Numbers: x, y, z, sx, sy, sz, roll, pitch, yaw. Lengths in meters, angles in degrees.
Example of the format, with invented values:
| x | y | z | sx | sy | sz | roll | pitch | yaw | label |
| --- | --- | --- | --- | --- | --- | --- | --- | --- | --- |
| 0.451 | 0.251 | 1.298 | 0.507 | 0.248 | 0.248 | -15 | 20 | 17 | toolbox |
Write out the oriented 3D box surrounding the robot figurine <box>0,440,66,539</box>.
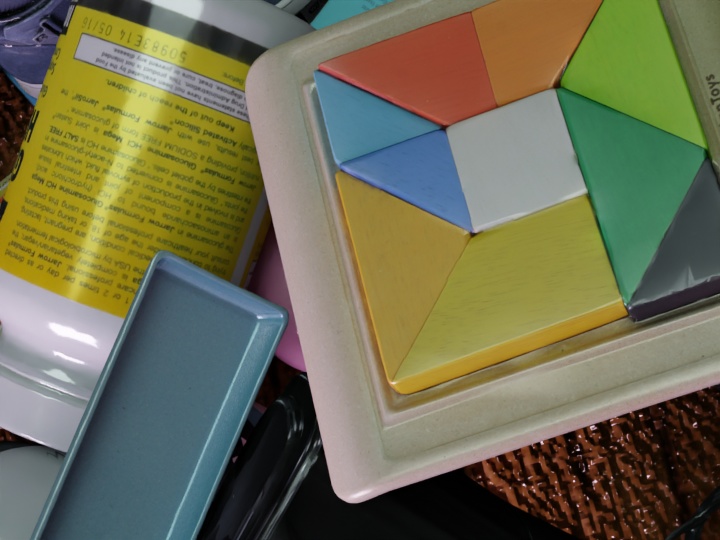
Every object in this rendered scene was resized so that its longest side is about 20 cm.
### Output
| x | y | z | sx | sy | sz | roll | pitch | yaw | label |
| --- | --- | --- | --- | --- | --- | --- | --- | --- | --- |
| -0.171 | 0.141 | 0.761 | 0.150 | 0.125 | 0.199 | -45 | 22 | -31 | robot figurine |

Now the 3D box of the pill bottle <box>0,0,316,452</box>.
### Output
| x | y | z | sx | sy | sz | roll | pitch | yaw | label |
| --- | --- | --- | --- | --- | --- | --- | --- | --- | --- |
| -0.096 | -0.025 | 0.729 | 0.112 | 0.112 | 0.202 | 20 | 91 | 19 | pill bottle |

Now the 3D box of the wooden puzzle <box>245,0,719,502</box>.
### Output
| x | y | z | sx | sy | sz | roll | pitch | yaw | label |
| --- | --- | --- | --- | --- | --- | --- | --- | --- | --- |
| 0.057 | -0.032 | 0.610 | 0.198 | 0.037 | 0.187 | -21 | 65 | 16 | wooden puzzle |

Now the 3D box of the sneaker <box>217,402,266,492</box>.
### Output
| x | y | z | sx | sy | sz | roll | pitch | yaw | label |
| --- | --- | --- | --- | --- | --- | --- | --- | --- | --- |
| -0.128 | 0.059 | 0.821 | 0.198 | 0.080 | 0.072 | 18 | 82 | 19 | sneaker |

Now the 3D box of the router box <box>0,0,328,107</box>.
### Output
| x | y | z | sx | sy | sz | roll | pitch | yaw | label |
| --- | --- | --- | --- | --- | --- | --- | --- | --- | --- |
| -0.093 | -0.150 | 0.887 | 0.200 | 0.051 | 0.149 | -45 | 69 | 1 | router box |

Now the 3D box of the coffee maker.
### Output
| x | y | z | sx | sy | sz | roll | pitch | yaw | label |
| --- | --- | --- | --- | --- | --- | --- | --- | --- | --- |
| 0.038 | 0.126 | 0.701 | 0.199 | 0.135 | 0.193 | 32 | 68 | -11 | coffee maker |

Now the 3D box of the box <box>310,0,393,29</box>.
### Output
| x | y | z | sx | sy | sz | roll | pitch | yaw | label |
| --- | --- | --- | --- | --- | --- | --- | --- | --- | --- |
| 0.044 | -0.144 | 0.833 | 0.049 | 0.082 | 0.201 | 35 | 86 | 24 | box |

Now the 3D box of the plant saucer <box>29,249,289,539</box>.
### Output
| x | y | z | sx | sy | sz | roll | pitch | yaw | label |
| --- | --- | --- | --- | --- | --- | --- | --- | --- | --- |
| -0.095 | 0.095 | 0.673 | 0.019 | 0.070 | 0.202 | 12 | 78 | 54 | plant saucer |

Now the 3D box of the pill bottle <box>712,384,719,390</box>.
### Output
| x | y | z | sx | sy | sz | roll | pitch | yaw | label |
| --- | --- | --- | --- | --- | --- | --- | --- | --- | --- |
| 0.160 | -0.007 | 0.702 | 0.199 | 0.114 | 0.115 | 23 | 78 | -22 | pill bottle |

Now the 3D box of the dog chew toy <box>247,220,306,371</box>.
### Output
| x | y | z | sx | sy | sz | roll | pitch | yaw | label |
| --- | --- | --- | --- | --- | --- | --- | --- | --- | --- |
| 0.000 | 0.000 | 0.790 | 0.199 | 0.124 | 0.126 | 17 | 79 | 27 | dog chew toy |

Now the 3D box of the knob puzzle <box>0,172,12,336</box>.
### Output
| x | y | z | sx | sy | sz | roll | pitch | yaw | label |
| --- | --- | --- | --- | --- | --- | --- | --- | --- | --- |
| -0.224 | 0.033 | 0.817 | 0.218 | 0.031 | 0.220 | -28 | 30 | 18 | knob puzzle |

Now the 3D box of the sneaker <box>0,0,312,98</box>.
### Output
| x | y | z | sx | sy | sz | roll | pitch | yaw | label |
| --- | --- | --- | --- | --- | --- | --- | --- | --- | --- |
| -0.103 | -0.158 | 0.786 | 0.201 | 0.146 | 0.077 | -25 | 66 | 8 | sneaker |
